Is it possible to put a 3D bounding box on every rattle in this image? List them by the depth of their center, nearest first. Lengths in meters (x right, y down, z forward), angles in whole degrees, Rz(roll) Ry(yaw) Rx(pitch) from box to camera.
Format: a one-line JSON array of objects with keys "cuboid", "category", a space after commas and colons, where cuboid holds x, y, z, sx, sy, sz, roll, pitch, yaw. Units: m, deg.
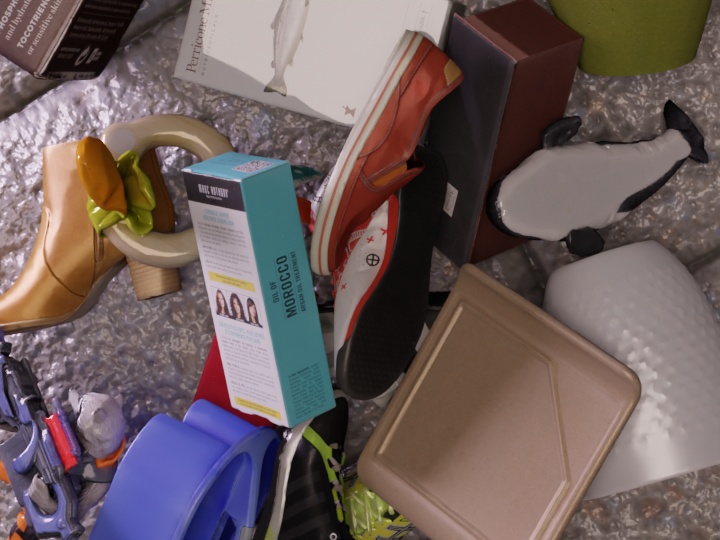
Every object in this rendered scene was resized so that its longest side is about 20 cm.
[{"cuboid": [-0.115, -0.073, 1.413, 0.198, 0.143, 0.131, 12, 60, -1], "category": "rattle"}]

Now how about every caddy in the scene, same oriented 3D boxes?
[{"cuboid": [-0.134, 0.202, 1.438, 0.104, 0.141, 0.201, 30, 109, 18], "category": "caddy"}]

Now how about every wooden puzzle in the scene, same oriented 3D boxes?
[{"cuboid": [0.104, 0.122, 1.364, 0.185, 0.037, 0.201, 35, 105, 35], "category": "wooden puzzle"}]

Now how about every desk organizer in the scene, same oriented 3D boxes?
[{"cuboid": [0.105, -0.106, 1.405, 0.072, 0.077, 0.201, 42, 138, 33], "category": "desk organizer"}]

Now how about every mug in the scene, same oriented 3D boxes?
[{"cuboid": [0.194, 0.081, 1.412, 0.199, 0.147, 0.177, -21, 82, 35], "category": "mug"}]

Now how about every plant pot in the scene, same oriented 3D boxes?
[{"cuboid": [0.203, -0.257, 1.367, 0.185, 0.187, 0.202, -5, 110, 8], "category": "plant pot"}]

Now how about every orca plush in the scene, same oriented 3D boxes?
[{"cuboid": [0.172, -0.077, 1.413, 0.199, 0.071, 0.106, -37, 106, -22], "category": "orca plush"}]

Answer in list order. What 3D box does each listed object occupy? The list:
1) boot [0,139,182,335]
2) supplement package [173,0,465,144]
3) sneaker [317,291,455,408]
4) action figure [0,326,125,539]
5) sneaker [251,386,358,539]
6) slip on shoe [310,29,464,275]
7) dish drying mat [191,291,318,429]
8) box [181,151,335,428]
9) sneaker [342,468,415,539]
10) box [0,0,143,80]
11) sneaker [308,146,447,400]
[{"cuboid": [-0.251, -0.030, 1.499, 0.199, 0.071, 0.145, -15, 88, 4], "category": "boot"}, {"cuboid": [-0.030, -0.182, 1.422, 0.198, 0.117, 0.118, 16, 100, 7], "category": "supplement package"}, {"cuboid": [0.038, 0.065, 1.462, 0.198, 0.074, 0.089, -5, 96, 20], "category": "sneaker"}, {"cuboid": [-0.263, 0.140, 1.467, 0.193, 0.104, 0.202, -32, 69, 34], "category": "action figure"}, {"cuboid": [-0.030, 0.195, 1.428, 0.082, 0.072, 0.202, 14, 82, 24], "category": "sneaker"}, {"cuboid": [0.015, -0.079, 1.340, 0.061, 0.074, 0.201, 27, 109, -2], "category": "slip on shoe"}, {"cuboid": [-0.094, 0.090, 1.479, 0.076, 0.018, 0.201, 26, 116, 15], "category": "dish drying mat"}, {"cuboid": [-0.077, 0.014, 1.384, 0.082, 0.049, 0.202, 13, 119, 50], "category": "box"}, {"cuboid": [0.024, 0.180, 1.462, 0.199, 0.076, 0.076, -32, 72, 6], "category": "sneaker"}, {"cuboid": [-0.270, -0.272, 1.424, 0.199, 0.166, 0.165, 32, 100, 4], "category": "box"}, {"cuboid": [0.001, 0.000, 1.419, 0.067, 0.107, 0.203, 19, 81, -37], "category": "sneaker"}]
